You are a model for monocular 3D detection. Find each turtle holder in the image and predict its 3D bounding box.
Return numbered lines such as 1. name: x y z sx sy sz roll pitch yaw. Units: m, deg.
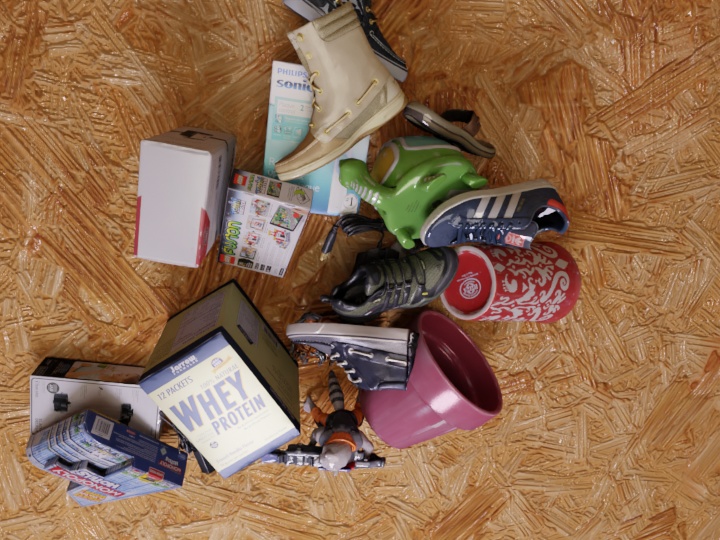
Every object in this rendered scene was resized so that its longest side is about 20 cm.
1. turtle holder: 0.066 -0.115 0.746 0.185 0.132 0.141 -24 145 -11

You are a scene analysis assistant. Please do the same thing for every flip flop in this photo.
1. flip flop: 0.136 -0.207 0.764 0.200 0.081 0.058 13 103 -47

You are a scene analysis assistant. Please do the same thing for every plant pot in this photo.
1. plant pot: 0.104 0.196 0.896 0.200 0.200 0.179 39 116 -18

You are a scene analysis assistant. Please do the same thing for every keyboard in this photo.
1. keyboard: -0.266 0.258 0.904 0.040 0.104 0.201 1 117 35

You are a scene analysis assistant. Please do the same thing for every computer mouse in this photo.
1. computer mouse: 0.000 0.000 0.831 0.140 0.046 0.200 3 132 -26

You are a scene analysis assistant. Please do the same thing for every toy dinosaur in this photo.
1. toy dinosaur: -0.032 0.108 0.872 0.136 0.102 0.200 42 143 -14

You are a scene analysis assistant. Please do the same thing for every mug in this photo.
1. mug: 0.217 0.035 0.836 0.200 0.134 0.178 1 130 -40

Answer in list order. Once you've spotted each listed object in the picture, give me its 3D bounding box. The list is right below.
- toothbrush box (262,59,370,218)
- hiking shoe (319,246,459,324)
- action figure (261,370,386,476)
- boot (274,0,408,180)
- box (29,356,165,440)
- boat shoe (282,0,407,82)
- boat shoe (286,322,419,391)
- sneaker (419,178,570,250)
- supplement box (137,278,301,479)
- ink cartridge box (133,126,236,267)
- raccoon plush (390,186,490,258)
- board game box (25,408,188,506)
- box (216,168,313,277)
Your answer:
1. toothbrush box: -0.064 -0.188 0.779 0.146 0.085 0.201 6 107 -11
2. hiking shoe: 0.045 0.019 0.764 0.200 0.101 0.076 -27 68 11
3. action figure: -0.061 0.258 0.881 0.199 0.194 0.105 1 109 -8
4. boot: -0.056 -0.223 0.680 0.200 0.073 0.156 -36 114 -2
5. box: -0.426 0.217 0.888 0.199 0.060 0.117 7 109 -10
6. boat shoe: -0.001 -0.348 0.736 0.200 0.071 0.091 31 107 -15
7. boat shoe: -0.016 0.128 0.791 0.199 0.075 0.093 3 80 10
8. sneaker: 0.180 -0.058 0.703 0.199 0.085 0.075 -18 145 -6
9. supplement box: -0.200 0.156 0.822 0.134 0.200 0.200 -31 111 4
10. ink cartridge box: -0.230 -0.108 0.724 0.083 0.200 0.147 9 108 -8
11. raccoon plush: 0.150 -0.057 0.828 0.097 0.134 0.200 39 100 -20
12. board game box: -0.428 0.319 0.876 0.199 0.062 0.200 -27 131 23
13. box: -0.143 -0.060 0.775 0.110 0.035 0.200 14 149 -13
